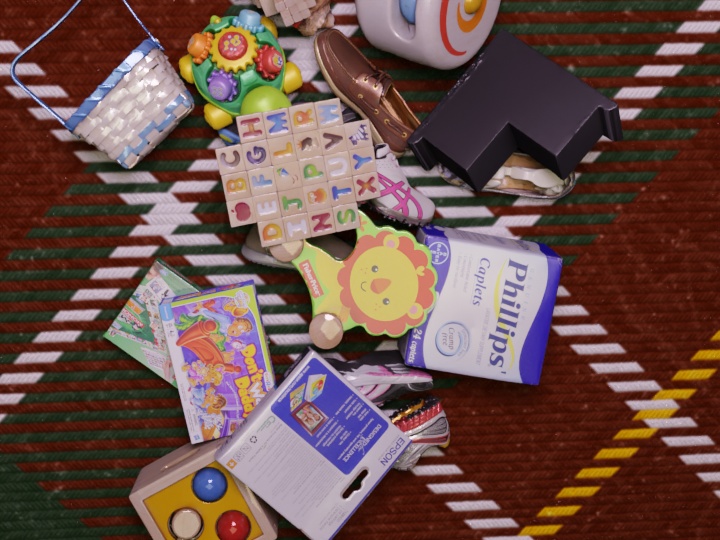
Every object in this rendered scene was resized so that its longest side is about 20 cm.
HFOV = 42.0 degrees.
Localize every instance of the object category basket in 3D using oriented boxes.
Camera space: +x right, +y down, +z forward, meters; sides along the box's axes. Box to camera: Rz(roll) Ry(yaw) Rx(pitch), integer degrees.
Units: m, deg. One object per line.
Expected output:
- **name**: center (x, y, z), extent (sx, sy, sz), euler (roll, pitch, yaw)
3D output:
- **basket**: center (-0.328, -0.243, 1.217), extent (0.176, 0.139, 0.200), euler (-41, 108, 3)

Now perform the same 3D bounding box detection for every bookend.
- **bookend**: center (0.203, -0.174, 1.230), extent (0.200, 0.092, 0.199), euler (40, 88, 27)

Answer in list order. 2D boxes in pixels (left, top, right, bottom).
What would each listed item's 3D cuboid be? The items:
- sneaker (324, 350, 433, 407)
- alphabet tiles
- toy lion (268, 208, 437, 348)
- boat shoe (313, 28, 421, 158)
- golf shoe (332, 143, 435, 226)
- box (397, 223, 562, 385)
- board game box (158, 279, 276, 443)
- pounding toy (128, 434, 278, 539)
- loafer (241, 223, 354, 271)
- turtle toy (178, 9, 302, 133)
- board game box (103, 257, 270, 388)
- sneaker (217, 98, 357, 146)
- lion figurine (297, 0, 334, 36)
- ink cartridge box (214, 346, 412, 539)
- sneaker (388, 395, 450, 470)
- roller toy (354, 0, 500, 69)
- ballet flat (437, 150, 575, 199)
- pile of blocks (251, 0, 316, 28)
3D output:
- **sneaker**: center (0.008, 0.172, 1.356), extent (0.196, 0.081, 0.088), euler (-3, 112, 5)
- **alphabet tiles**: center (-0.077, -0.123, 1.183), extent (0.197, 0.006, 0.169), euler (-12, 107, -7)
- **toy lion**: center (0.000, 0.000, 1.242), extent (0.189, 0.069, 0.202), euler (-26, 94, 4)
- **boat shoe**: center (0.016, -0.247, 1.265), extent (0.067, 0.072, 0.201), euler (-23, 110, 46)
- **golf shoe**: center (0.035, -0.120, 1.268), extent (0.198, 0.072, 0.093), euler (20, 98, -39)
- **box**: center (0.165, 0.046, 1.320), extent (0.196, 0.105, 0.187), euler (8, 100, -5)
- **board game box**: center (-0.193, 0.127, 1.311), extent (0.132, 0.045, 0.203), euler (-12, 100, -2)
- **pounding toy**: center (-0.231, 0.359, 1.328), extent (0.198, 0.142, 0.186), euler (-28, 100, 1)
- **loafer**: center (-0.066, -0.033, 1.305), extent (0.196, 0.075, 0.071), euler (11, 103, -5)
- **turtle toy**: center (-0.150, -0.253, 1.220), extent (0.144, 0.101, 0.202), euler (-28, 77, -6)
- **board game box**: center (-0.247, 0.095, 1.339), extent (0.199, 0.029, 0.135), euler (37, 96, -9)
- **sneaker**: center (-0.096, -0.192, 1.288), extent (0.196, 0.071, 0.084), euler (-1, 77, -1)
- **lion figurine**: center (-0.034, -0.398, 1.204), extent (0.071, 0.200, 0.124), euler (20, 65, -14)
- **ink cartridge box**: center (-0.063, 0.243, 1.290), extent (0.200, 0.047, 0.198), euler (43, 86, -18)
- **sneaker**: center (0.043, 0.266, 1.364), extent (0.198, 0.078, 0.083), euler (-28, 102, 2)
- **roller toy**: center (0.095, -0.355, 1.191), extent (0.138, 0.200, 0.184), euler (25, 83, 30)
- **ballet flat**: center (0.208, -0.139, 1.309), extent (0.197, 0.072, 0.073), euler (7, 100, -5)
- **pile of blocks**: center (-0.108, -0.365, 1.212), extent (0.082, 0.200, 0.063), euler (-38, 138, -12)
